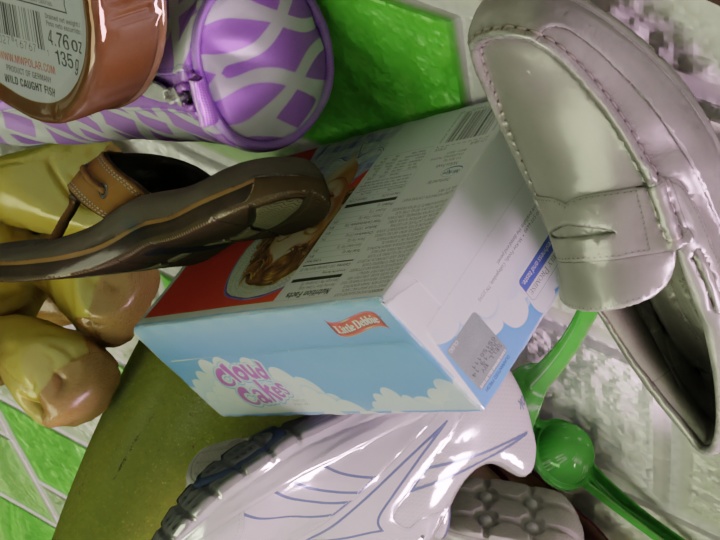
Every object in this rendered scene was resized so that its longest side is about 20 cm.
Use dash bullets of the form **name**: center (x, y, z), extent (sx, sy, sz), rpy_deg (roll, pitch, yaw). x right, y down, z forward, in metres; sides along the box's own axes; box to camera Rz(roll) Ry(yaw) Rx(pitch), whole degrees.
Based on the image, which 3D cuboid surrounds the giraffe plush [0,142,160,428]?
- **giraffe plush**: center (-0.208, 0.002, 0.973), extent (0.199, 0.173, 0.162), rpy_deg (21, 174, 4)

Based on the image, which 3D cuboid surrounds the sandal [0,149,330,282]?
- **sandal**: center (-0.094, -0.030, 0.736), extent (0.199, 0.081, 0.055), rpy_deg (-16, 82, 47)

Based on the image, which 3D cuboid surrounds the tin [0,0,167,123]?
- **tin**: center (-0.126, -0.153, 0.647), extent (0.112, 0.042, 0.201), rpy_deg (17, 121, 36)

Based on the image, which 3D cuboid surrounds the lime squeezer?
- **lime squeezer**: center (0.108, 0.076, 0.823), extent (0.070, 0.038, 0.200), rpy_deg (-12, 132, 16)

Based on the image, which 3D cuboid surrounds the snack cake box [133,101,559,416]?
- **snack cake box**: center (0.000, 0.000, 0.731), extent (0.067, 0.115, 0.200), rpy_deg (46, 152, -22)

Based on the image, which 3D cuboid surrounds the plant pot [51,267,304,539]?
- **plant pot**: center (-0.083, 0.125, 0.935), extent (0.187, 0.200, 0.188), rpy_deg (29, 152, 17)

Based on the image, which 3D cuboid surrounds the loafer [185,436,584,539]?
- **loafer**: center (0.009, 0.132, 0.837), extent (0.199, 0.070, 0.070), rpy_deg (13, 123, 5)

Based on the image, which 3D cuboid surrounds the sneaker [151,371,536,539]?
- **sneaker**: center (-0.007, 0.100, 0.766), extent (0.087, 0.199, 0.075), rpy_deg (61, 176, -7)

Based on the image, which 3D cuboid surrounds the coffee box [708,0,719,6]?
- **coffee box**: center (0.048, -0.167, 0.454), extent (0.199, 0.080, 0.115), rpy_deg (29, 152, 17)

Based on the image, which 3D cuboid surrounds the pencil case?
- **pencil case**: center (-0.100, -0.090, 0.747), extent (0.199, 0.085, 0.084), rpy_deg (5, 130, 48)

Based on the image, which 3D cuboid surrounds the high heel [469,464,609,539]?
- **high heel**: center (0.072, 0.096, 0.880), extent (0.096, 0.068, 0.200), rpy_deg (-7, 133, 24)

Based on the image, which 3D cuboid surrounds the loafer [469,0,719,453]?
- **loafer**: center (0.100, -0.016, 0.619), extent (0.070, 0.070, 0.200), rpy_deg (-5, 131, 53)
